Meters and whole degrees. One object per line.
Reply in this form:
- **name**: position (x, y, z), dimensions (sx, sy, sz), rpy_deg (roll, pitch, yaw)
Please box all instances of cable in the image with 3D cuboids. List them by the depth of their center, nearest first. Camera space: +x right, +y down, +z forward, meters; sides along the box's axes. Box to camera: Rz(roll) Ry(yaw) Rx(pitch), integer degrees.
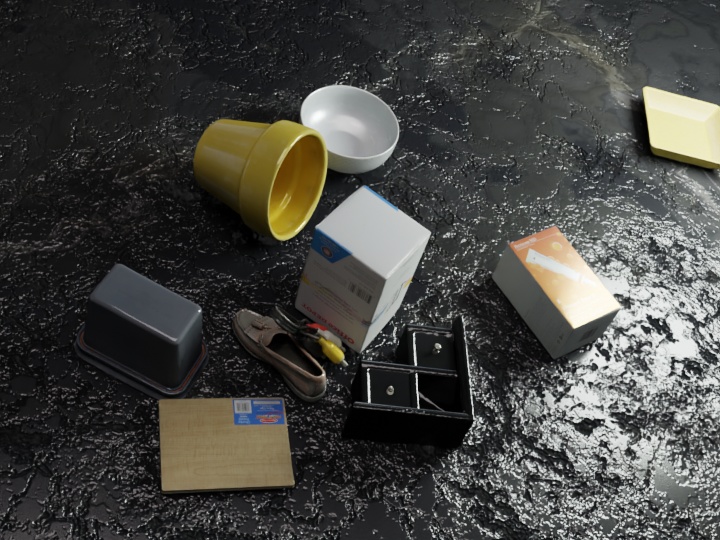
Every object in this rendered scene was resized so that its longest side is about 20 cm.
- **cable**: position (-0.087, 0.088, 1.552), dimensions (0.050, 0.200, 0.098), rpy_deg (-38, 52, 2)

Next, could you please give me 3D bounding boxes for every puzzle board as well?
- **puzzle board**: position (-0.204, 0.263, 1.466), dimensions (0.196, 0.018, 0.153), rpy_deg (1, 51, -16)

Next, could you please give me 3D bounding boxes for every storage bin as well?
- **storage bin**: position (-0.327, 0.081, 1.495), dimensions (0.197, 0.135, 0.146), rpy_deg (27, 50, 5)

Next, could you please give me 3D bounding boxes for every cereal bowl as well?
- **cereal bowl**: position (-0.028, -0.263, 1.890), dimensions (0.196, 0.084, 0.203), rpy_deg (8, 50, -10)

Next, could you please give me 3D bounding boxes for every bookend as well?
- **bookend**: position (0.072, 0.170, 1.572), dimensions (0.195, 0.093, 0.203), rpy_deg (8, 50, -10)

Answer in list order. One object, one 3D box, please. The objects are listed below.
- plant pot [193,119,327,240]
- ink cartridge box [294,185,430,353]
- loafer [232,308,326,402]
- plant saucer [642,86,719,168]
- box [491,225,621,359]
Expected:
- **plant pot**: position (-0.185, -0.178, 1.718), dimensions (0.186, 0.203, 0.201), rpy_deg (21, 47, 22)
- **ink cartridge box**: position (0.000, 0.000, 1.614), dimensions (0.146, 0.202, 0.145), rpy_deg (35, 49, 13)
- **loafer**: position (-0.127, 0.124, 1.567), dimensions (0.199, 0.063, 0.072), rpy_deg (42, 53, 17)
- **plant saucer**: position (0.724, -0.310, 2.177), dimensions (0.196, 0.049, 0.203), rpy_deg (13, 51, -7)
- **box**: position (0.352, 0.038, 1.757), dimensions (0.123, 0.098, 0.201), rpy_deg (-20, 60, -29)
